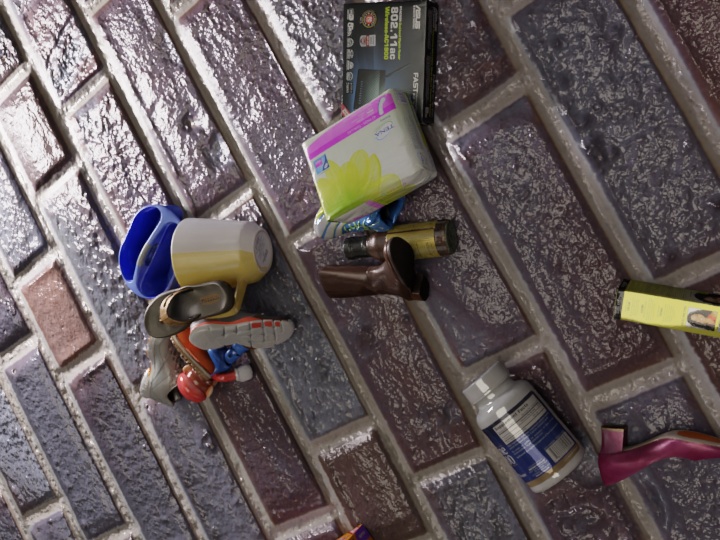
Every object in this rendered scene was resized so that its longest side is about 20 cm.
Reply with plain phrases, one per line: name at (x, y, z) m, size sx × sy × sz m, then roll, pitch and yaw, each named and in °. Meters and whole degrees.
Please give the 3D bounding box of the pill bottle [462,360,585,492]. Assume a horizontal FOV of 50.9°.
pill bottle at (0.262, 0.252, 1.240) m, size 0.111 × 0.111 × 0.200 m, roll -44°, pitch 79°, yaw 26°

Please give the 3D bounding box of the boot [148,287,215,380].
boot at (-0.318, 0.114, 1.466) m, size 0.107 × 0.075 × 0.200 m, roll -30°, pitch 71°, yaw -13°

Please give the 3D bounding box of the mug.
mug at (-0.249, -0.013, 1.429) m, size 0.153 × 0.149 × 0.187 m, roll -5°, pitch 96°, yaw 18°

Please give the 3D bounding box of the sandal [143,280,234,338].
sandal at (-0.316, 0.071, 1.354) m, size 0.199 × 0.055 × 0.082 m, roll -15°, pitch 94°, yaw 24°

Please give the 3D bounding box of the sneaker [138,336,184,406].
sneaker at (-0.395, 0.194, 1.580) m, size 0.092 × 0.076 × 0.201 m, roll 23°, pitch 117°, yaw 13°

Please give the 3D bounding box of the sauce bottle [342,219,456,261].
sauce bottle at (0.065, -0.048, 1.307) m, size 0.199 × 0.065 × 0.065 m, roll -4°, pitch 98°, yaw 28°

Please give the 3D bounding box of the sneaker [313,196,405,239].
sneaker at (-0.001, -0.097, 1.301) m, size 0.200 × 0.076 × 0.105 m, roll -39°, pitch 42°, yaw 25°

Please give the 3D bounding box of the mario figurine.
mario figurine at (-0.290, 0.184, 1.532) m, size 0.200 × 0.106 × 0.124 m, roll -46°, pitch 42°, yaw 15°

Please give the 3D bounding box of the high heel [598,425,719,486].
high heel at (0.466, 0.296, 1.168) m, size 0.199 × 0.067 × 0.096 m, roll -2°, pitch 89°, yaw 31°

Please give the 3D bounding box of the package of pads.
package of pads at (0.013, -0.177, 1.221) m, size 0.200 × 0.068 × 0.155 m, roll -27°, pitch 74°, yaw 30°

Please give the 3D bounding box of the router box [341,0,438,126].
router box at (0.048, -0.343, 1.260) m, size 0.149 × 0.062 × 0.201 m, roll 6°, pitch 102°, yaw 24°

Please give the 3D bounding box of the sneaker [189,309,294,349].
sneaker at (-0.226, 0.096, 1.438) m, size 0.082 × 0.199 × 0.077 m, roll -110°, pitch 28°, yaw -45°

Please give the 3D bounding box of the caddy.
caddy at (-0.403, -0.039, 1.512) m, size 0.141 × 0.105 × 0.200 m, roll 37°, pitch 113°, yaw 15°

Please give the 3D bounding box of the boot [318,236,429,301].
boot at (0.000, 0.000, 1.298) m, size 0.199 × 0.187 × 0.064 m, roll 4°, pitch 60°, yaw 26°

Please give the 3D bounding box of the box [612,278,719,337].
box at (0.483, 0.058, 1.118) m, size 0.199 × 0.075 × 0.050 m, roll 9°, pitch 106°, yaw 23°

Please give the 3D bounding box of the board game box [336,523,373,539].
board game box at (-0.048, 0.643, 1.414) m, size 0.200 × 0.200 × 0.200 m, roll -40°, pitch 81°, yaw 26°
